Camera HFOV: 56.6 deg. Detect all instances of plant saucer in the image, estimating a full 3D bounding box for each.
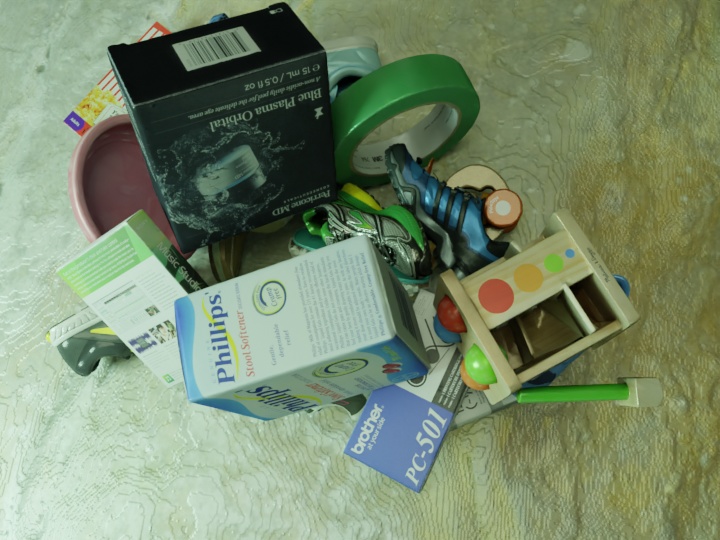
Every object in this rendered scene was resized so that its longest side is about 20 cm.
[{"bbox_3d":[-0.284,-0.095,0.853,0.051,0.200,0.202,-9,71,36],"label":"plant saucer"}]

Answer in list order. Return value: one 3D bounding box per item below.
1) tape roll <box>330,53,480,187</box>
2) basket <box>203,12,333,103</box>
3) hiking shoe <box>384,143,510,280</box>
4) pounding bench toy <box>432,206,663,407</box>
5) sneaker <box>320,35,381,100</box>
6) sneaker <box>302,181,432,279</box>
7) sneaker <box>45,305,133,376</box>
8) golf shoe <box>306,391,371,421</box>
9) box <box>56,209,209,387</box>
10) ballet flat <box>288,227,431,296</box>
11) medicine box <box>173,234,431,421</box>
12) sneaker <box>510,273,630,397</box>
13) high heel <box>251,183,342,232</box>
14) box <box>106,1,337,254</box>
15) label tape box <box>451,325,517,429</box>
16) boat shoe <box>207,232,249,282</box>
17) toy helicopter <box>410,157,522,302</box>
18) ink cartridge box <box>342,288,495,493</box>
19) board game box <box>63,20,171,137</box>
[{"bbox_3d":[0.046,-0.176,0.813,0.200,0.200,0.048,-23,73,0],"label":"tape roll"},{"bbox_3d":[-0.146,-0.225,0.832,0.199,0.177,0.140,-12,54,16],"label":"basket"},{"bbox_3d":[0.102,-0.071,0.784,0.086,0.074,0.201,-32,82,5],"label":"hiking shoe"},{"bbox_3d":[0.175,0.076,0.654,0.155,0.124,0.201,-28,74,-5],"label":"pounding bench toy"},{"bbox_3d":[-0.066,-0.259,0.918,0.199,0.074,0.082,-16,71,4],"label":"sneaker"},{"bbox_3d":[0.007,-0.035,0.777,0.085,0.078,0.200,-30,37,-25],"label":"sneaker"},{"bbox_3d":[-0.297,0.065,0.869,0.199,0.074,0.085,-27,98,-6],"label":"sneaker"},{"bbox_3d":[-0.079,0.130,0.810,0.199,0.077,0.089,5,104,24],"label":"golf shoe"},{"bbox_3d":[-0.239,0.040,0.782,0.144,0.036,0.200,-24,115,31],"label":"box"},{"bbox_3d":[0.000,0.000,0.834,0.199,0.072,0.072,20,78,24],"label":"ballet flat"},{"bbox_3d":[-0.050,0.068,0.668,0.199,0.182,0.103,-19,68,9],"label":"medicine box"},{"bbox_3d":[0.229,0.065,0.752,0.200,0.082,0.074,-39,88,-28],"label":"sneaker"},{"bbox_3d":[-0.111,-0.126,0.863,0.199,0.071,0.143,-5,76,-27],"label":"high heel"},{"bbox_3d":[-0.138,-0.152,0.726,0.196,0.201,0.118,-21,51,-16],"label":"box"},{"bbox_3d":[0.082,0.121,0.797,0.199,0.066,0.144,-22,73,-1],"label":"label tape box"},{"bbox_3d":[-0.160,-0.083,0.887,0.076,0.072,0.201,0,74,-5],"label":"boat shoe"},{"bbox_3d":[0.101,-0.048,0.840,0.132,0.079,0.200,40,95,9],"label":"toy helicopter"},{"bbox_3d":[0.068,0.131,0.741,0.094,0.044,0.201,23,80,15],"label":"ink cartridge box"},{"bbox_3d":[-0.298,-0.235,0.955,0.151,0.046,0.200,37,82,15],"label":"board game box"}]
